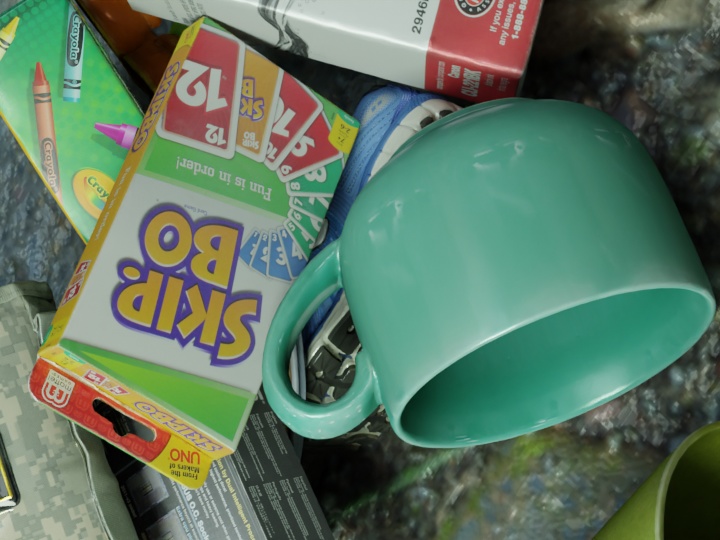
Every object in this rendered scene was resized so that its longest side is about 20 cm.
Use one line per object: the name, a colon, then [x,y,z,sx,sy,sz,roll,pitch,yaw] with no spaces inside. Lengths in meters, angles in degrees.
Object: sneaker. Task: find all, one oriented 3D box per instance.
sneaker: [0.000,0.000,0.959,0.089,0.078,0.201,42,115,53]

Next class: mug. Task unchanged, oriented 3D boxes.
mug: [0.054,-0.004,0.840,0.152,0.184,0.115,-48,54,48]

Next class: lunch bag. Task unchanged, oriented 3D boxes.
lunch bag: [-0.193,0.114,0.884,0.199,0.117,0.165,-29,77,32]

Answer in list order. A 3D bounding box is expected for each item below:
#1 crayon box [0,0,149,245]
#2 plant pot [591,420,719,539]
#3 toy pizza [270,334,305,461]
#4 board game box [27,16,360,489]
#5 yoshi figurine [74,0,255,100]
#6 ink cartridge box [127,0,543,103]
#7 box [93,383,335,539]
crayon box: [-0.142,-0.078,0.970,0.058,0.200,0.119,-33,98,-3]
plant pot: [0.128,0.194,0.785,0.200,0.186,0.188,-45,61,37]
toy pizza: [-0.083,0.053,0.983,0.200,0.031,0.202,11,102,62]
board game box: [-0.072,-0.010,0.861,0.030,0.095,0.201,-23,40,55]
yoshi figurine: [-0.059,-0.185,0.984,0.199,0.112,0.112,-38,100,-2]
ink cartridge box: [-0.004,-0.174,0.891,0.198,0.084,0.146,14,85,4]
box: [-0.100,0.114,0.914,0.157,0.050,0.201,-38,70,33]
